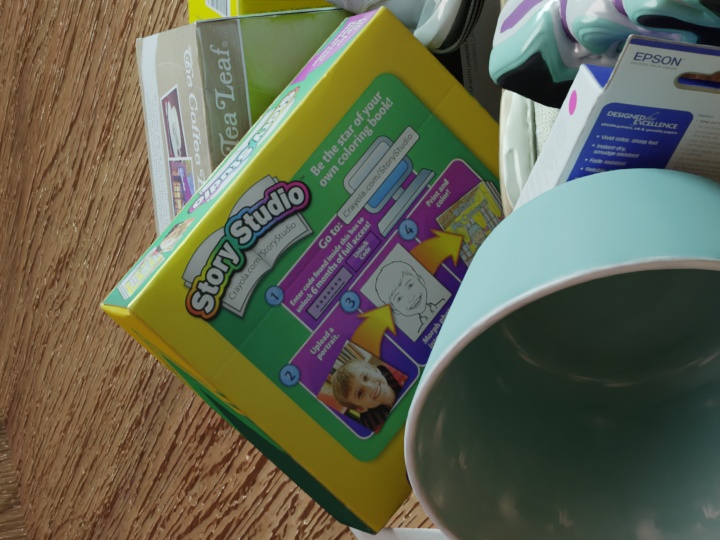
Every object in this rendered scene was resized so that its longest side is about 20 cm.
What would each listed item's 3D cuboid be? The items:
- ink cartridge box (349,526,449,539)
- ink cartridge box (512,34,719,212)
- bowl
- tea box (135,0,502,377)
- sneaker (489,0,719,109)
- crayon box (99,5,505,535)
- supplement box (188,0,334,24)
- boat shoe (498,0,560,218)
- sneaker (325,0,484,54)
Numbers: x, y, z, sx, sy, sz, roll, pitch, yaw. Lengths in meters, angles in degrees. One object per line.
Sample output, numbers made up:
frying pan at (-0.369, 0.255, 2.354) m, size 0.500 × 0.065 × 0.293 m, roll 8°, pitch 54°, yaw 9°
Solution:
ink cartridge box at (0.096, 0.190, 0.930) m, size 0.200 × 0.050 × 0.162 m, roll 53°, pitch 160°, yaw -7°
ink cartridge box at (0.125, -0.037, 0.821) m, size 0.200 × 0.094 × 0.037 m, roll 113°, pitch 158°, yaw -51°
bowl at (0.116, 0.036, 0.788) m, size 0.105 × 0.200 × 0.201 m, roll -92°, pitch 10°, yaw -47°
tea box at (-0.009, -0.045, 1.044) m, size 0.134 × 0.196 × 0.201 m, roll -173°, pitch 77°, yaw -69°
sneaker at (0.134, -0.157, 0.799) m, size 0.200 × 0.078 × 0.141 m, roll -9°, pitch 67°, yaw 48°
crayon box at (0.000, 0.000, 0.942) m, size 0.173 × 0.200 × 0.058 m, roll 43°, pitch 165°, yaw -15°
supplement box at (-0.047, -0.131, 1.240) m, size 0.110 × 0.108 × 0.201 m, roll -139°, pitch 46°, yaw -60°
boat shoe at (0.104, -0.107, 0.909) m, size 0.072 × 0.064 × 0.201 m, roll 39°, pitch -129°, yaw -66°
sneaker at (0.026, -0.219, 0.938) m, size 0.075 × 0.115 × 0.201 m, roll -31°, pitch -41°, yaw -75°
